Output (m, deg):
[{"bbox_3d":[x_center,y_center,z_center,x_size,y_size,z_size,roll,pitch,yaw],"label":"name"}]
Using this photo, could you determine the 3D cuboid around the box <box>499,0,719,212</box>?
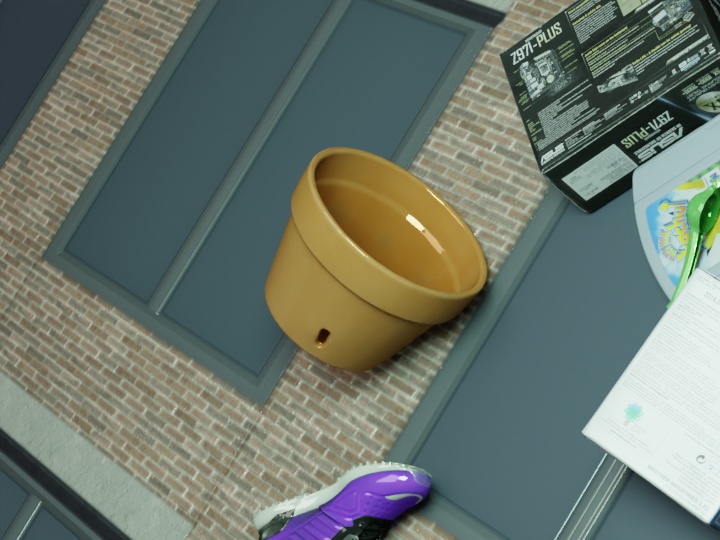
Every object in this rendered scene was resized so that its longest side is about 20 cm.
[{"bbox_3d":[0.247,-0.179,1.708,0.200,0.086,0.164,-34,47,21],"label":"box"}]

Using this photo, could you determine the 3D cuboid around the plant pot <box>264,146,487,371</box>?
[{"bbox_3d":[0.000,0.000,1.758,0.140,0.200,0.200,-51,40,28],"label":"plant pot"}]

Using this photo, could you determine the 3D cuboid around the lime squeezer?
[{"bbox_3d":[0.318,-0.053,1.554,0.200,0.038,0.071,-41,45,14],"label":"lime squeezer"}]

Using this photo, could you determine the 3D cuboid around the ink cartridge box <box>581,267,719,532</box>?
[{"bbox_3d":[0.295,0.093,1.485,0.136,0.076,0.200,36,93,31],"label":"ink cartridge box"}]

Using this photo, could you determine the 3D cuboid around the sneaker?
[{"bbox_3d":[-0.011,0.246,1.701,0.200,0.069,0.100,-27,56,33],"label":"sneaker"}]

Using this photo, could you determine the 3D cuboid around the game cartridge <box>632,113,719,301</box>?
[{"bbox_3d":[0.310,-0.039,1.606,0.133,0.040,0.200,-37,46,24],"label":"game cartridge"}]
